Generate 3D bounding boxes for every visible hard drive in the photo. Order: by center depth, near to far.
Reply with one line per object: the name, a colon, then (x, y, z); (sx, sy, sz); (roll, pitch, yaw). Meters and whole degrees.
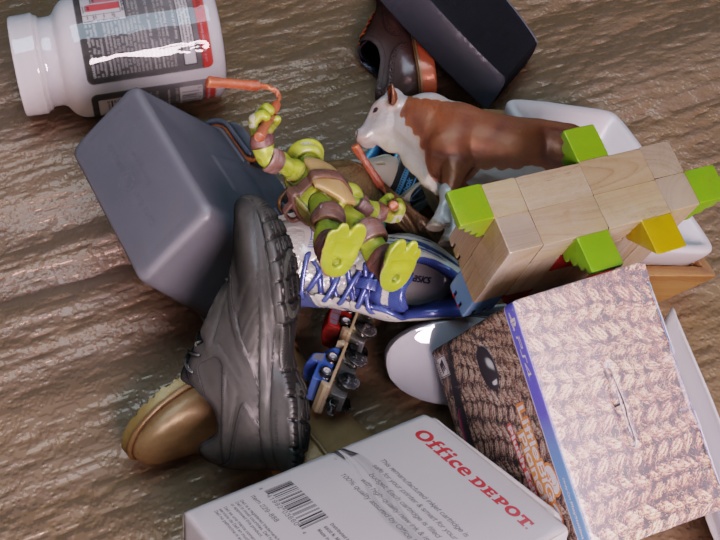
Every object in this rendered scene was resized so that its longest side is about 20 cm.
hard drive: (0.093, -0.271, 1.130); (0.200, 0.042, 0.135); (46, 44, -4)

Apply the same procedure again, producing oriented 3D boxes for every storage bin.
storage bin: (-0.138, -0.059, 0.919); (0.145, 0.134, 0.201); (-42, 59, 12)

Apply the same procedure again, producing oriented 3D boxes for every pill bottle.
pill bottle: (-0.237, -0.215, 1.086); (0.196, 0.117, 0.117); (-11, 52, -12)

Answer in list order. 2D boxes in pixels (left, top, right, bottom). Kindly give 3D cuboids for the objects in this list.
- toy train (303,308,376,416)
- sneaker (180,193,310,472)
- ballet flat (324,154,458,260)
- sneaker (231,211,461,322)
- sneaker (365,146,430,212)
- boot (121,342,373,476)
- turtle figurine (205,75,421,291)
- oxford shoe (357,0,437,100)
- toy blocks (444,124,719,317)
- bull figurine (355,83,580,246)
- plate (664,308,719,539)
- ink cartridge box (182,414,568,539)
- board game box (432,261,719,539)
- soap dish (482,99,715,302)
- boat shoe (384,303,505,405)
toy train: (-0.010, 0.047, 0.908); (0.045, 0.034, 0.201); (21, 35, -1)
sneaker: (-0.086, 0.047, 0.792); (0.089, 0.076, 0.204); (-3, 86, 9)
ballet flat: (0.030, -0.052, 0.948); (0.199, 0.068, 0.073); (34, 70, -19)
sneaker: (0.000, 0.000, 0.858); (0.197, 0.077, 0.088); (1, 14, -24)
sneaker: (0.057, -0.099, 1.021); (0.199, 0.083, 0.073); (-37, 34, -30)
boot: (-0.060, 0.152, 0.838); (0.174, 0.067, 0.200); (-30, 60, -24)
turtle figurine: (-0.031, -0.056, 0.807); (0.064, 0.199, 0.162); (-46, 42, 14)
oxford shoe: (0.028, -0.258, 1.166); (0.071, 0.072, 0.202); (-9, 53, -4)
toy blocks: (0.137, -0.019, 0.781); (0.197, 0.137, 0.101); (-14, 68, -20)
bull figurine: (0.094, -0.081, 0.870); (0.196, 0.065, 0.124); (4, 74, -8)
plate: (0.256, 0.158, 0.782); (0.032, 0.200, 0.202); (-20, 50, 13)
ink cartridge box: (0.009, 0.186, 0.688); (0.198, 0.085, 0.145); (-16, 34, -34)
board game box: (0.140, 0.104, 0.770); (0.095, 0.200, 0.162); (-15, 80, -14)
soap dish: (0.201, -0.058, 0.983); (0.155, 0.082, 0.202); (1, 48, -32)
boat shoe: (0.112, 0.060, 0.920); (0.196, 0.073, 0.068); (-9, 16, -10)
